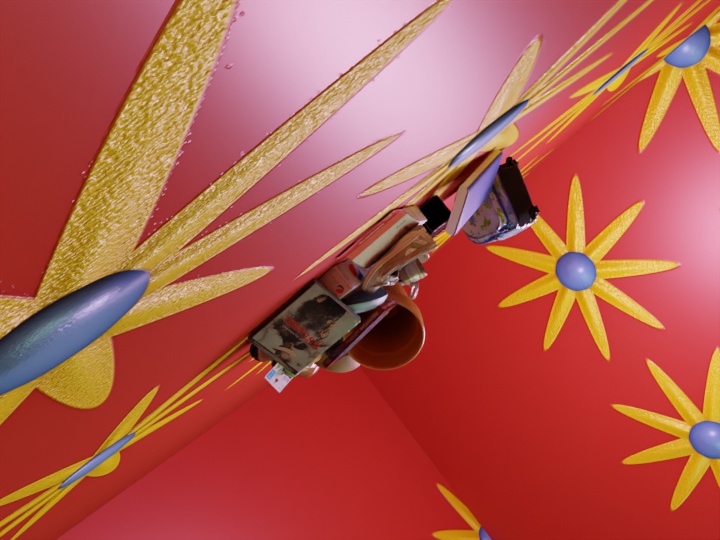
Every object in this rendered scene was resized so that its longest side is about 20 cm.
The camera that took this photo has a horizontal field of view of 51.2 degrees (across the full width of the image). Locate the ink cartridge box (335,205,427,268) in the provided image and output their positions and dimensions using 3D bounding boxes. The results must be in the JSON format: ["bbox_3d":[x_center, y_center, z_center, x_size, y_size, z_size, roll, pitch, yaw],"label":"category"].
[{"bbox_3d":[0.048,-0.065,1.562,0.161,0.050,0.200,-40,177,18],"label":"ink cartridge box"}]

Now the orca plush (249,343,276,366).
[{"bbox_3d":[-0.205,0.154,1.773,0.200,0.071,0.106,-46,137,-45],"label":"orca plush"}]

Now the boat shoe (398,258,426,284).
[{"bbox_3d":[0.100,-0.008,1.824,0.066,0.074,0.200,-31,-171,-5],"label":"boat shoe"}]

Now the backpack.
[{"bbox_3d":[0.327,-0.162,1.931,0.146,0.184,0.200,-17,170,-31],"label":"backpack"}]

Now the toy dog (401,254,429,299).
[{"bbox_3d":[0.110,-0.030,1.975,0.132,0.096,0.201,-106,-153,-56],"label":"toy dog"}]

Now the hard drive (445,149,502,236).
[{"bbox_3d":[0.263,-0.180,1.724,0.200,0.025,0.132,-45,157,-44],"label":"hard drive"}]

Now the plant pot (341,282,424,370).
[{"bbox_3d":[0.055,0.114,1.870,0.200,0.200,0.184,-40,-159,19],"label":"plant pot"}]

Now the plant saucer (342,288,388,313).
[{"bbox_3d":[-0.035,0.072,1.691,0.199,0.028,0.200,-7,-172,1],"label":"plant saucer"}]

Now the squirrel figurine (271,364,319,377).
[{"bbox_3d":[-0.145,0.190,1.971,0.187,0.142,0.200,-48,174,25],"label":"squirrel figurine"}]

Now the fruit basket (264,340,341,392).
[{"bbox_3d":[-0.130,0.197,1.741,0.200,0.094,0.185,-51,164,-13],"label":"fruit basket"}]

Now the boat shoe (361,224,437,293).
[{"bbox_3d":[0.078,-0.012,1.598,0.202,0.065,0.074,-46,171,26],"label":"boat shoe"}]

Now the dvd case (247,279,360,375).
[{"bbox_3d":[-0.119,0.124,1.596,0.200,0.146,0.022,-39,-150,17],"label":"dvd case"}]

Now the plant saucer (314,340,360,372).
[{"bbox_3d":[-0.065,0.161,1.902,0.200,0.200,0.035,-33,166,-42],"label":"plant saucer"}]

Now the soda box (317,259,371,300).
[{"bbox_3d":[-0.024,0.016,1.672,0.068,0.064,0.200,-40,174,23],"label":"soda box"}]

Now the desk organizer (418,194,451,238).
[{"bbox_3d":[0.117,-0.084,1.735,0.200,0.072,0.077,-38,172,-11],"label":"desk organizer"}]

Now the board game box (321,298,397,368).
[{"bbox_3d":[-0.002,0.144,1.724,0.200,0.019,0.103,-45,173,19],"label":"board game box"}]
